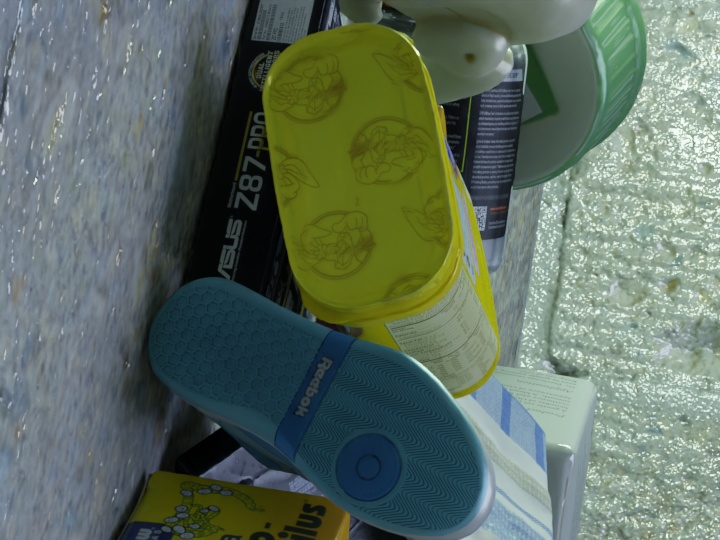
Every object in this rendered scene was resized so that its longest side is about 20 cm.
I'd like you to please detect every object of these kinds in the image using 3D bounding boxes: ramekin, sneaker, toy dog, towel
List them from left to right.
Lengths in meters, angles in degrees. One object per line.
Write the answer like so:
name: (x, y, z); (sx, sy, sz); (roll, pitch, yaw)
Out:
sneaker: (-0.002, 0.079, 1.136); (0.080, 0.199, 0.131); (-54, 152, -6)
toy dog: (0.040, -0.199, 1.316); (0.200, 0.193, 0.140); (37, 71, -42)
towel: (0.076, 0.129, 1.387); (0.147, 0.024, 0.201); (44, 28, -29)
ramekin: (0.110, -0.159, 1.743); (0.098, 0.198, 0.202); (-51, 149, -59)

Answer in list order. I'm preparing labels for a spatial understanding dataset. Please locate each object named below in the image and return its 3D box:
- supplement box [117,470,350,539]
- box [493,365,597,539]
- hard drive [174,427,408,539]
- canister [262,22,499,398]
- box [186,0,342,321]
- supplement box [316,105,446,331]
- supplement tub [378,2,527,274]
supplement box: (-0.070, 0.220, 1.158); (0.109, 0.109, 0.202); (-67, 162, -61)
box: (0.054, 0.179, 1.638); (0.171, 0.197, 0.202); (-50, 147, -73)
hard drive: (-0.035, 0.157, 1.283); (0.135, 0.042, 0.201); (-35, 127, -30)
canister: (0.017, -0.021, 1.211); (0.200, 0.086, 0.150); (59, 20, -68)
box: (-0.045, -0.044, 1.293); (0.161, 0.049, 0.202); (73, 25, -65)
supplement box: (0.000, 0.000, 1.497); (0.111, 0.085, 0.201); (80, 20, -62)
supplement tub: (0.053, -0.103, 1.639); (0.123, 0.121, 0.202); (-43, 141, -76)
